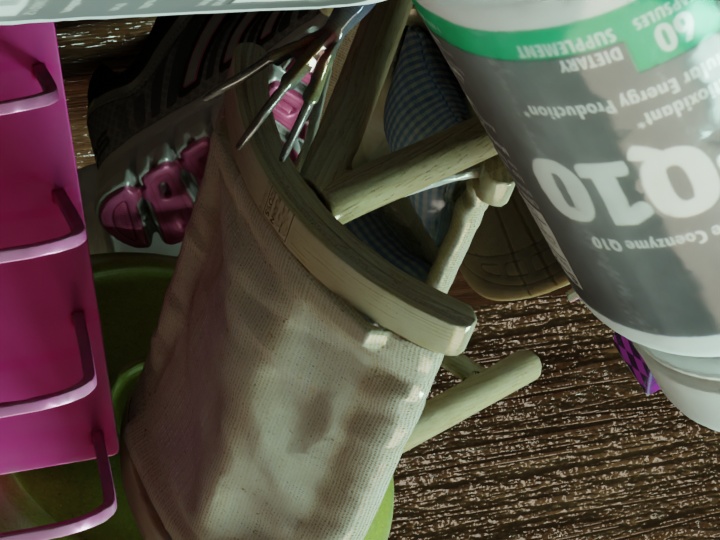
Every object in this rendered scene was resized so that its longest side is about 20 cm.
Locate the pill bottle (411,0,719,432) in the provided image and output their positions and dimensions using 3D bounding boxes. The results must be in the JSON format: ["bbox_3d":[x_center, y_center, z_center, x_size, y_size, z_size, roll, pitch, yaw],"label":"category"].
[{"bbox_3d":[0.096,-0.048,0.632,0.113,0.113,0.200,-12,135,24],"label":"pill bottle"}]

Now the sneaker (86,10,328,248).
[{"bbox_3d":[-0.037,-0.096,0.914,0.200,0.088,0.074,-34,148,11],"label":"sneaker"}]

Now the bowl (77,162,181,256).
[{"bbox_3d":[-0.081,0.015,0.992,0.201,0.201,0.090,-6,144,-30],"label":"bowl"}]

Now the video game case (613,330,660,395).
[{"bbox_3d":[0.193,-0.031,0.912,0.181,0.036,0.200,-28,161,-7],"label":"video game case"}]

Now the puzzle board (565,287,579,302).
[{"bbox_3d":[0.198,-0.044,1.022,0.150,0.017,0.200,-28,173,-29],"label":"puzzle board"}]

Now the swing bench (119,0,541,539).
[{"bbox_3d":[0.000,0.000,0.793,0.200,0.130,0.199,-47,166,-43],"label":"swing bench"}]

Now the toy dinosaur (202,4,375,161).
[{"bbox_3d":[0.005,-0.140,0.679,0.181,0.200,0.105,16,-157,-24],"label":"toy dinosaur"}]

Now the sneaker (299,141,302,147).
[{"bbox_3d":[-0.038,-0.073,1.097,0.108,0.067,0.201,-3,170,-9],"label":"sneaker"}]

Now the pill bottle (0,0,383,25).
[{"bbox_3d":[-0.037,-0.114,0.480,0.199,0.116,0.116,-7,174,-30],"label":"pill bottle"}]

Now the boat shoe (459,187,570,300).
[{"bbox_3d":[0.123,-0.047,1.000,0.072,0.072,0.200,-11,158,-46],"label":"boat shoe"}]

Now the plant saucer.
[{"bbox_3d":[-0.078,0.065,0.867,0.199,0.200,0.031,-7,145,-26],"label":"plant saucer"}]

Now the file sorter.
[{"bbox_3d":[-0.161,-0.009,0.735,0.138,0.201,0.125,-9,-168,-8],"label":"file sorter"}]
